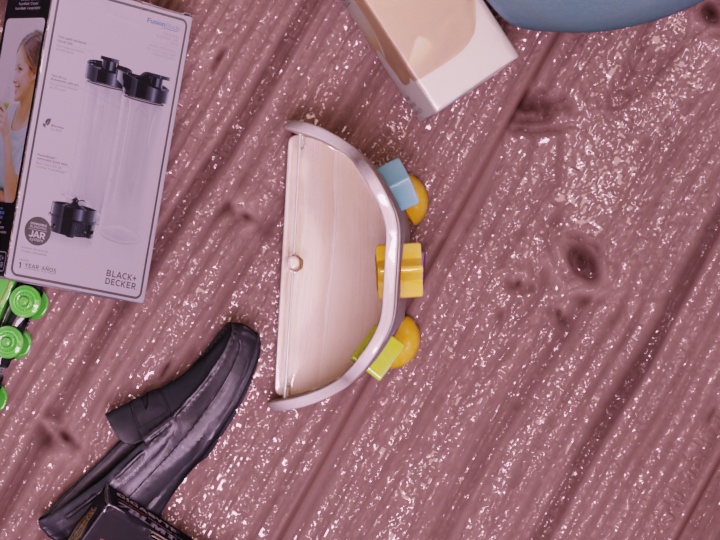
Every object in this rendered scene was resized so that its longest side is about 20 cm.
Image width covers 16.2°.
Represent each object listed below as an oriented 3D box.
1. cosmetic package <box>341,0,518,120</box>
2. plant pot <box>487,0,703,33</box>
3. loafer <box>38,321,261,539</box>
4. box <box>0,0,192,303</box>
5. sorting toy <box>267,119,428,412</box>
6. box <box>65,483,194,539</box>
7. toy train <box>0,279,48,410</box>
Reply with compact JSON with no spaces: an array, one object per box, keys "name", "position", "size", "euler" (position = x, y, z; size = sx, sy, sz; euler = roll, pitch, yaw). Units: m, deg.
[{"name":"cosmetic package","position":[0.020,-0.206,1.726],"size":[0.071,0.105,0.201],"euler":[-34,92,-4]},{"name":"plant pot","position":[0.137,-0.239,1.707],"size":[0.134,0.200,0.201],"euler":[-32,94,18]},{"name":"loafer","position":[-0.142,0.114,1.727],"size":[0.070,0.068,0.201],"euler":[37,90,-12]},{"name":"box","position":[-0.189,-0.087,1.698],"size":[0.116,0.060,0.202],"euler":[11,88,-39]},{"name":"sorting toy","position":[0.000,0.000,1.685],"size":[0.106,0.180,0.202],"euler":[3,90,-5]},{"name":"box","position":[-0.148,0.280,1.710],"size":[0.198,0.050,0.201],"euler":[35,96,-13]},{"name":"toy train","position":[-0.273,0.089,1.730],"size":[0.056,0.042,0.201],"euler":[24,88,4]}]
